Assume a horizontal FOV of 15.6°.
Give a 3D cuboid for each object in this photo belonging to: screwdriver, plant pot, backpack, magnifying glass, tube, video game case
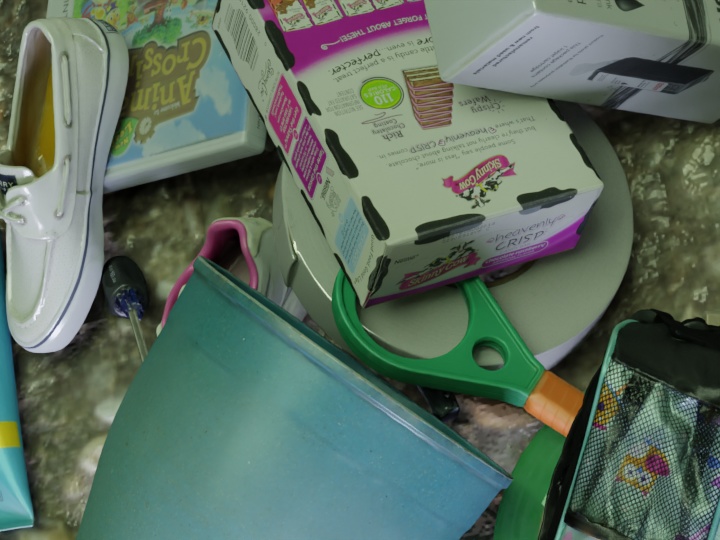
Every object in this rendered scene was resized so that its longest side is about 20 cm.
[{"bbox_3d":[-0.124,0.029,1.496,0.029,0.028,0.200,-13,20,-11],"label":"screwdriver"},{"bbox_3d":[-0.054,0.127,1.361,0.200,0.200,0.189,35,90,28],"label":"plant pot"},{"bbox_3d":[0.163,0.139,1.271,0.153,0.176,0.201,29,97,22],"label":"backpack"},{"bbox_3d":[0.074,0.051,1.385,0.199,0.022,0.080,32,60,8],"label":"magnifying glass"},{"bbox_3d":[-0.237,0.063,1.588,0.077,0.050,0.202,-14,72,24],"label":"tube"},{"bbox_3d":[-0.124,-0.141,1.583,0.199,0.022,0.183,-12,66,42],"label":"video game case"}]

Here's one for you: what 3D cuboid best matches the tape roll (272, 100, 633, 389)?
[{"bbox_3d":[0.050,-0.030,1.454,0.201,0.037,0.204,5,62,-9],"label":"tape roll"}]

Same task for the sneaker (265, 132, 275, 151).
[{"bbox_3d":[0.005,-0.149,1.552,0.199,0.075,0.090,-35,60,17],"label":"sneaker"}]

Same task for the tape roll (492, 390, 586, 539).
[{"bbox_3d":[0.170,0.151,1.389,0.199,0.048,0.202,-7,69,19],"label":"tape roll"}]

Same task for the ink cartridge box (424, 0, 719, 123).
[{"bbox_3d":[0.129,-0.169,1.409,0.084,0.199,0.145,-33,61,45],"label":"ink cartridge box"}]

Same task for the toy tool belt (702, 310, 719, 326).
[{"bbox_3d":[0.265,-0.024,1.375,0.122,0.125,0.201,22,79,18],"label":"toy tool belt"}]

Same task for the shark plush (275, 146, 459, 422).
[{"bbox_3d":[0.000,0.000,1.491,0.090,0.083,0.201,-20,69,20],"label":"shark plush"}]

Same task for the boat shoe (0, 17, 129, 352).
[{"bbox_3d":[-0.189,-0.051,1.551,0.071,0.070,0.202,20,102,41],"label":"boat shoe"}]

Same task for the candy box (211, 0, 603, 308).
[{"bbox_3d":[0.023,-0.089,1.414,0.136,0.061,0.201,-15,59,-24],"label":"candy box"}]

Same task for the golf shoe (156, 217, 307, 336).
[{"bbox_3d":[-0.099,0.057,1.507,0.075,0.092,0.201,22,82,25],"label":"golf shoe"}]
